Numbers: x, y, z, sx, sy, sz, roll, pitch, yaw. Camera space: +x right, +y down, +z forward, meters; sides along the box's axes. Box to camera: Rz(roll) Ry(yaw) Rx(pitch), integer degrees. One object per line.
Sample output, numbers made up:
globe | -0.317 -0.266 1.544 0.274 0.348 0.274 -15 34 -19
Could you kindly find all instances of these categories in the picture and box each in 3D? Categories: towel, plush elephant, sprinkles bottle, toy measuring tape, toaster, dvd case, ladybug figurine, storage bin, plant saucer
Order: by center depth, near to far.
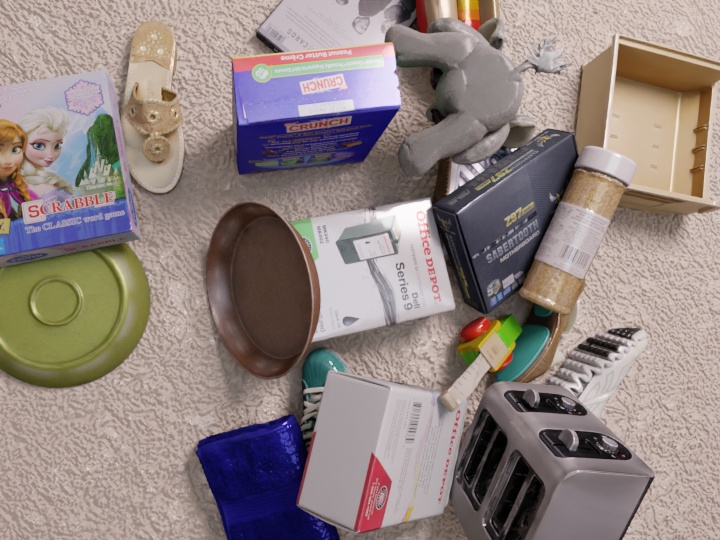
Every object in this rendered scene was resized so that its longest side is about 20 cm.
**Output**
toaster | 0.199 0.245 0.693 0.118 0.181 0.200 14 106 -17
towel | -0.105 0.273 0.697 0.147 0.050 0.200 -22 89 28
plant saucer | -0.108 0.021 0.699 0.034 0.200 0.201 -11 87 -45
plant saucer | -0.349 0.036 0.713 0.199 0.031 0.201 1 85 -12
plush elephant | 0.131 -0.204 0.715 0.199 0.155 0.165 -14 92 9
sprinkles bottle | 0.264 -0.048 0.755 0.068 0.068 0.200 22 96 -9
toy measuring tape | 0.139 0.114 0.767 0.200 0.074 0.074 -38 94 -43
ladybug figurine | 0.123 -0.339 0.805 0.136 0.072 0.201 -8 97 -42
dvd case | -0.018 -0.336 0.814 0.150 0.025 0.200 38 80 -7
storage bin | 0.404 -0.191 0.853 0.198 0.094 0.201 10 83 -10

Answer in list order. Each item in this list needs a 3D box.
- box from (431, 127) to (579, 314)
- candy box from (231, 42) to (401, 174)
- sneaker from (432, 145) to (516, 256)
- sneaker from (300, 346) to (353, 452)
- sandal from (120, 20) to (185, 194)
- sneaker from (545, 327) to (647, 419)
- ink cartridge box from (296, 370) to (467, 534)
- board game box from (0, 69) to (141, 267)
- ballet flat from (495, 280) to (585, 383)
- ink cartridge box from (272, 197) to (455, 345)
box | 0.199 -0.063 0.782 0.200 0.051 0.158 -34 122 -17
candy box | -0.060 -0.176 0.702 0.169 0.200 0.077 -8 87 -12
sneaker | 0.155 -0.110 0.808 0.108 0.070 0.201 11 80 -9
sneaker | -0.040 0.193 0.727 0.071 0.080 0.201 -12 88 29
sandal | -0.251 -0.202 0.732 0.077 0.070 0.212 0 85 -11
sneaker | 0.306 0.153 0.822 0.200 0.075 0.081 -40 102 -4
ink cartridge box | 0.033 0.200 0.695 0.083 0.200 0.146 8 81 34
board game box | -0.368 -0.113 0.695 0.199 0.041 0.200 -13 79 -8
ballet flat | 0.250 0.080 0.823 0.072 0.068 0.200 33 75 -27
ink cartridge box | 0.000 0.000 0.759 0.199 0.084 0.146 -12 87 -12
